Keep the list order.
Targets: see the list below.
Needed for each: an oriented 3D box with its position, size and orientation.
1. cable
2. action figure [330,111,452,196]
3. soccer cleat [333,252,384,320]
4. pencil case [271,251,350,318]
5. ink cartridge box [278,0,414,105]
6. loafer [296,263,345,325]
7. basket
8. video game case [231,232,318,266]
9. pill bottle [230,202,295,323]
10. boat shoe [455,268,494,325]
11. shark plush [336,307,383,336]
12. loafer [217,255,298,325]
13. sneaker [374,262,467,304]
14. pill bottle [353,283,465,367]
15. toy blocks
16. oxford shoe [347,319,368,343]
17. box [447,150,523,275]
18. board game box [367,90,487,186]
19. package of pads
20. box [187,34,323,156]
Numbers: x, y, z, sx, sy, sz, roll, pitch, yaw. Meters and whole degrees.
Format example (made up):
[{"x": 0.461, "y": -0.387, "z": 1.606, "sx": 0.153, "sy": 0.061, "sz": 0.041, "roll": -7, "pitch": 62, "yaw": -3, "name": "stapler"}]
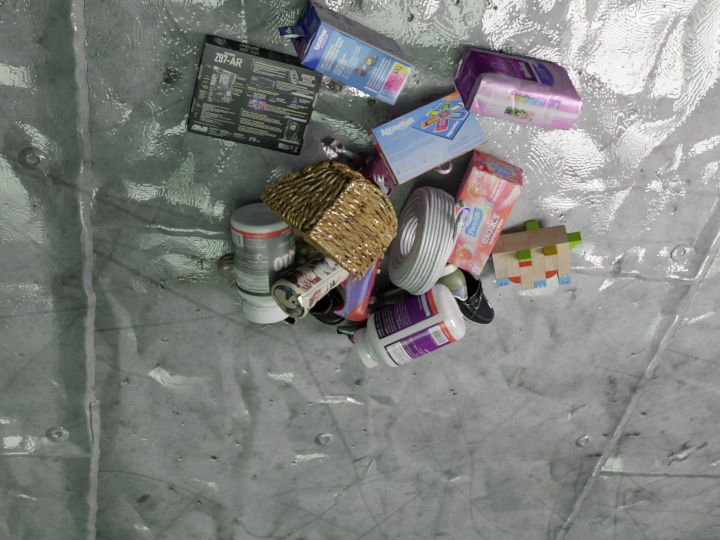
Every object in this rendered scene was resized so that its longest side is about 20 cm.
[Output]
[{"x": 0.112, "y": -0.055, "z": 1.424, "sx": 0.069, "sy": 0.200, "sz": 0.201, "roll": 15, "pitch": 99, "yaw": -15, "name": "cable"}, {"x": 0.041, "y": -0.190, "z": 1.392, "sx": 0.200, "sy": 0.134, "sz": 0.149, "roll": -40, "pitch": 150, "yaw": 18, "name": "action figure"}, {"x": 0.000, "y": 0.000, "z": 1.501, "sx": 0.076, "sy": 0.067, "sz": 0.201, "roll": 11, "pitch": 99, "yaw": -1, "name": "soccer cleat"}, {"x": -0.075, "y": 0.012, "z": 1.400, "sx": 0.089, "sy": 0.200, "sz": 0.078, "roll": -15, "pitch": 107, "yaw": 43, "name": "pencil case"}, {"x": -0.029, "y": -0.351, "z": 1.215, "sx": 0.199, "sy": 0.137, "sz": 0.077, "roll": 21, "pitch": 116, "yaw": -24, "name": "ink cartridge box"}, {"x": -0.084, "y": 0.066, "z": 1.542, "sx": 0.073, "sy": 0.072, "sz": 0.200, "roll": -32, "pitch": 142, "yaw": 9, "name": "loafer"}, {"x": -0.045, "y": -0.105, "z": 1.303, "sx": 0.143, "sy": 0.149, "sz": 0.200, "roll": -52, "pitch": 144, "yaw": -3, "name": "basket"}, {"x": -0.128, "y": -0.055, "z": 1.497, "sx": 0.200, "sy": 0.018, "sz": 0.143, "roll": 33, "pitch": 115, "yaw": -29, "name": "video game case"}, {"x": -0.175, "y": -0.013, "z": 1.421, "sx": 0.113, "sy": 0.114, "sz": 0.201, "roll": -4, "pitch": 118, "yaw": -7, "name": "pill bottle"}, {"x": 0.225, "y": 0.048, "z": 1.598, "sx": 0.062, "sy": 0.075, "sz": 0.200, "roll": -11, "pitch": 134, "yaw": 44, "name": "boat shoe"}, {"x": 0.052, "y": 0.114, "z": 1.584, "sx": 0.199, "sy": 0.084, "sz": 0.091, "roll": -11, "pitch": 160, "yaw": 1, "name": "shark plush"}, {"x": -0.195, "y": 0.041, "z": 1.528, "sx": 0.200, "sy": 0.063, "sz": 0.072, "roll": 35, "pitch": 115, "yaw": -30, "name": "loafer"}, {"x": 0.125, "y": 0.051, "z": 1.544, "sx": 0.199, "sy": 0.067, "sz": 0.090, "roll": -24, "pitch": 99, "yaw": 33, "name": "sneaker"}, {"x": 0.091, "y": 0.112, "z": 1.467, "sx": 0.199, "sy": 0.113, "sz": 0.113, "roll": -25, "pitch": 127, "yaw": 15, "name": "pill bottle"}, {"x": 0.348, "y": -0.017, "z": 1.573, "sx": 0.199, "sy": 0.100, "sz": 0.137, "roll": -9, "pitch": 138, "yaw": 10, "name": "toy blocks"}, {"x": 0.066, "y": 0.113, "z": 1.641, "sx": 0.199, "sy": 0.072, "sz": 0.072, "roll": -9, "pitch": 90, "yaw": -19, "name": "oxford shoe"}, {"x": 0.219, "y": -0.108, "z": 1.450, "sx": 0.102, "sy": 0.095, "sz": 0.201, "roll": 23, "pitch": 120, "yaw": 0, "name": "box"}, {"x": 0.117, "y": -0.228, "z": 1.318, "sx": 0.199, "sy": 0.019, "sz": 0.103, "roll": -28, "pitch": 92, "yaw": -24, "name": "board game box"}, {"x": 0.267, "y": -0.309, "z": 1.311, "sx": 0.199, "sy": 0.121, "sz": 0.076, "roll": 7, "pitch": 131, "yaw": -15, "name": "package of pads"}, {"x": -0.178, "y": -0.290, "z": 1.293, "sx": 0.199, "sy": 0.044, "sz": 0.161, "roll": 9, "pitch": 124, "yaw": -17, "name": "box"}]
